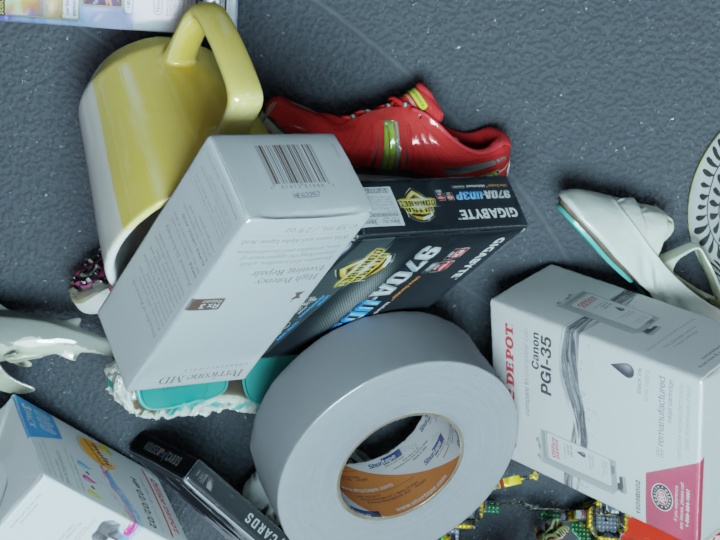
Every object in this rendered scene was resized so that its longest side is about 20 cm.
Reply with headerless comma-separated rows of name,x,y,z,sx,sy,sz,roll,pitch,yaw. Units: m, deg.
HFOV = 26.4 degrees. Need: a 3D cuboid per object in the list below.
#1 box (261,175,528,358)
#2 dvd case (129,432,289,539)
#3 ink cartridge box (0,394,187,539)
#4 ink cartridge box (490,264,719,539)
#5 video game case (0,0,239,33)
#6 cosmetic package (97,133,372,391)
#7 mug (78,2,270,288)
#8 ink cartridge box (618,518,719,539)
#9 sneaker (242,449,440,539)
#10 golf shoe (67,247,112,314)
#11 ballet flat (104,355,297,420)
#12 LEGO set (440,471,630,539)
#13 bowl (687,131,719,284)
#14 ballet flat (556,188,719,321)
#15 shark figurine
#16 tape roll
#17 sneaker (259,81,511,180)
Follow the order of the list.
box,0.000,0.000,1.115,0.158,0.046,0.200,-4,155,-38
dvd case,-0.091,0.211,1.250,0.200,0.150,0.025,44,75,-21
ink cartridge box,-0.210,0.194,1.230,0.068,0.115,0.200,-47,127,7
ink cartridge box,0.198,0.098,1.171,0.083,0.199,0.148,-26,123,-37
video game case,-0.170,-0.269,1.067,0.180,0.046,0.201,3,115,-5
cosmetic package,-0.087,-0.003,1.017,0.101,0.074,0.200,-5,146,-36
mug,-0.116,-0.091,1.084,0.186,0.154,0.149,-36,151,23
ink cartridge box,0.290,0.289,1.353,0.161,0.057,0.201,16,119,-9
sneaker,0.004,0.200,1.289,0.199,0.075,0.081,25,102,-15
golf shoe,-0.126,0.005,1.186,0.199,0.073,0.093,-17,117,6
ballet flat,-0.114,0.079,1.212,0.199,0.072,0.072,2,121,-39
LEGO set,0.150,0.238,1.245,0.199,0.116,0.155,15,72,-12
bowl,0.358,-0.035,1.174,0.199,0.094,0.202,0,115,-1
ballet flat,0.229,-0.010,1.199,0.069,0.070,0.200,-37,118,15
shark figurine,-0.267,0.041,1.200,0.213,0.090,0.128,-7,150,10
tape roll,0.019,0.130,1.177,0.199,0.066,0.201,-14,130,-17
sneaker,0.021,-0.104,1.146,0.199,0.077,0.085,15,109,-21
